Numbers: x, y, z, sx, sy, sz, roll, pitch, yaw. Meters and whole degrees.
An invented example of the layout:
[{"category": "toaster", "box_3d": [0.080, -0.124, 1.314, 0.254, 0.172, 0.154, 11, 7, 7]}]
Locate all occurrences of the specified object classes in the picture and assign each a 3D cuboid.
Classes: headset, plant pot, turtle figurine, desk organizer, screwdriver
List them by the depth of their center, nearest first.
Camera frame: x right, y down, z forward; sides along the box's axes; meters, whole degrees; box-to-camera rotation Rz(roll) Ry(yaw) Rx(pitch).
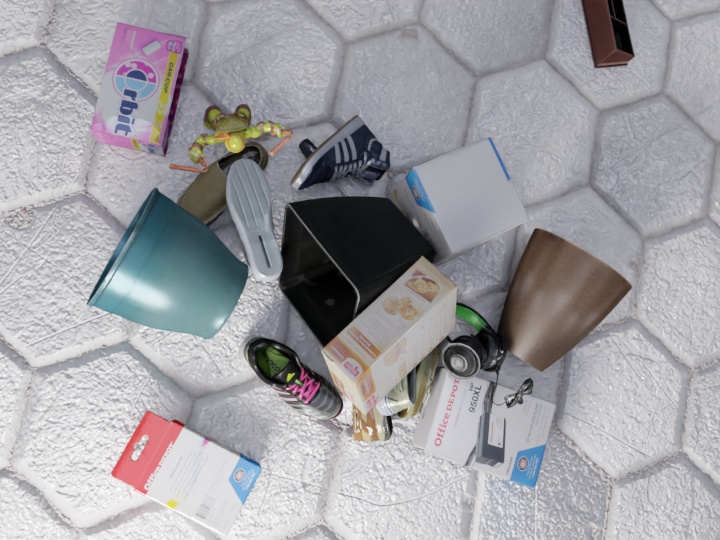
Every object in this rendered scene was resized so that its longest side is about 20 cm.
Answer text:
[{"category": "plant pot", "box_3d": [-0.283, 0.008, 1.099, 0.187, 0.200, 0.201, 31, 78, -20]}, {"category": "plant pot", "box_3d": [0.000, 0.000, 1.126, 0.177, 0.201, 0.200, -22, 56, -28]}, {"category": "headset", "box_3d": [0.196, 0.127, 1.149, 0.123, 0.094, 0.201, -5, 55, -43]}, {"category": "turtle figurine", "box_3d": [-0.216, -0.224, 1.152, 0.199, 0.161, 0.065, -19, 123, -6]}, {"category": "plant pot", "box_3d": [0.321, 0.063, 1.212, 0.186, 0.187, 0.201, 32, 93, -4]}, {"category": "screwdriver", "box_3d": [-0.040, -0.145, 1.236, 0.029, 0.028, 0.200, -33, 85, -42]}, {"category": "desk organizer", "box_3d": [0.473, -0.495, 1.353, 0.071, 0.077, 0.201, -8, 84, -11]}]

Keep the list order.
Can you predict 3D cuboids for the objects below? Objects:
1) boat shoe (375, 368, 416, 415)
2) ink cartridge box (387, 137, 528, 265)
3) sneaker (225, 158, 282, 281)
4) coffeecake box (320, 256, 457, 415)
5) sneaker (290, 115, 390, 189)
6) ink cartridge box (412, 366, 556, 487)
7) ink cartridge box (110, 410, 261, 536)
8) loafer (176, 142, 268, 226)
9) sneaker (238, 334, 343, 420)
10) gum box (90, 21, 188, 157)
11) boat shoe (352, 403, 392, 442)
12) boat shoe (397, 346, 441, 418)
[{"category": "boat shoe", "box_3d": [0.067, 0.143, 1.161, 0.062, 0.072, 0.201, -14, 47, 24]}, {"category": "ink cartridge box", "box_3d": [0.149, -0.100, 1.178, 0.144, 0.200, 0.148, -24, 87, -14]}, {"category": "sneaker", "box_3d": [-0.175, -0.076, 1.144, 0.073, 0.071, 0.201, -9, 82, -20]}, {"category": "coffeecake box", "box_3d": [0.047, 0.099, 1.047, 0.200, 0.154, 0.073, -42, 67, -15]}, {"category": "sneaker", "box_3d": [-0.024, -0.172, 1.200, 0.109, 0.070, 0.200, 45, 53, -5]}, {"category": "ink cartridge box", "box_3d": [0.205, 0.259, 1.197, 0.199, 0.084, 0.145, 19, 78, -6]}, {"category": "ink cartridge box", "box_3d": [-0.268, 0.311, 1.114, 0.199, 0.067, 0.117, 30, 78, -5]}, {"category": "loafer", "box_3d": [-0.233, -0.146, 1.183, 0.076, 0.067, 0.200, 41, 77, -2]}, {"category": "sneaker", "box_3d": [-0.110, 0.174, 1.150, 0.200, 0.087, 0.074, 39, 77, -3]}, {"category": "gum box", "box_3d": [-0.360, -0.302, 1.183, 0.113, 0.066, 0.201, 11, 80, -8]}, {"category": "boat shoe", "box_3d": [0.000, 0.184, 1.178, 0.073, 0.076, 0.201, -12, 78, 8]}, {"category": "boat shoe", "box_3d": [0.111, 0.154, 1.204, 0.063, 0.073, 0.202, 22, 69, -19]}]
